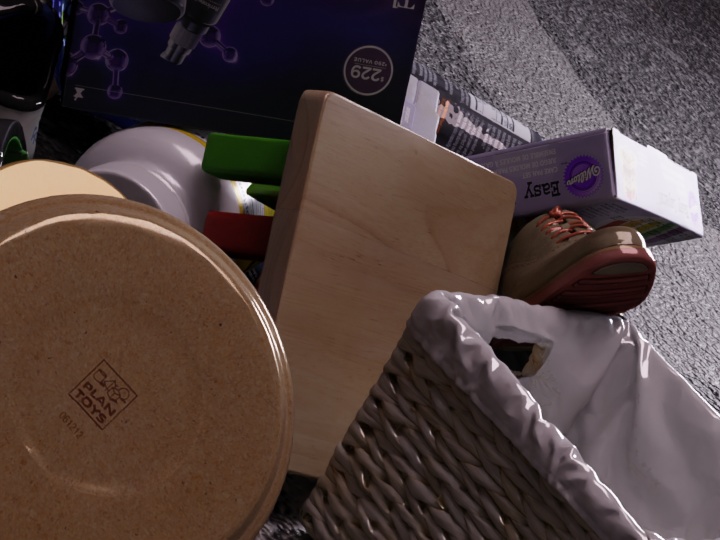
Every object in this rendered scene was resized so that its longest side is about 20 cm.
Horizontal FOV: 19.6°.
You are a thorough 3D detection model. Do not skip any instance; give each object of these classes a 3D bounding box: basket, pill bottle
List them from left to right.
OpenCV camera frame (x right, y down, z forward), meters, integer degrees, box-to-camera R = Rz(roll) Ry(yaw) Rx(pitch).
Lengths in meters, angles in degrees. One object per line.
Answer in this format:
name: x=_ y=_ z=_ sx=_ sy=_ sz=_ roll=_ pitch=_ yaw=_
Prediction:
pill bottle: x=-0.112 y=-0.037 z=1.244 sx=0.111 sy=0.112 sz=0.200 roll=36 pitch=20 yaw=8
pill bottle: x=0.077 y=-0.085 z=1.652 sx=0.199 sy=0.107 sz=0.106 roll=29 pitch=20 yaw=-14
basket: x=0.105 y=0.134 z=1.108 sx=0.198 sy=0.161 sz=0.200 roll=8 pitch=34 yaw=-50

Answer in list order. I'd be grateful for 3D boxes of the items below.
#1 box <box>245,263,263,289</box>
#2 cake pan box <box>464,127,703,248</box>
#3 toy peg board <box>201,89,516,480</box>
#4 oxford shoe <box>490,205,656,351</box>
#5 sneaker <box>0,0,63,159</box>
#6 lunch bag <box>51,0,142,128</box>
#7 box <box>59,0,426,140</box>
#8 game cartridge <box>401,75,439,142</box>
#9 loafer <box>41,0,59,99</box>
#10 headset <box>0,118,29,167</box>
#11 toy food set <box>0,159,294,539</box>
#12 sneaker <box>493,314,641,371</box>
box: x=0.000 y=0.000 z=1.438 sx=0.199 sy=0.038 sz=0.137 roll=21 pitch=24 yaw=-32
cake pan box: x=0.112 y=-0.040 z=1.369 sx=0.200 sy=0.183 sz=0.053 roll=15 pitch=69 yaw=-65
toy peg board: x=-0.019 y=0.019 z=1.192 sx=0.097 sy=0.201 sz=0.200 roll=7 pitch=-9 yaw=37
oxford shoe: x=0.116 y=-0.004 z=1.225 sx=0.070 sy=0.075 sz=0.200 roll=0 pitch=-13 yaw=-17
sneaker: x=-0.224 y=-0.126 z=1.255 sx=0.080 sy=0.116 sz=0.200 roll=9 pitch=29 yaw=-31
lunch bag: x=-0.143 y=-0.166 z=1.444 sx=0.150 sy=0.094 sz=0.201 roll=28 pitch=57 yaw=-45
box: x=-0.067 y=-0.154 z=1.219 sx=0.199 sy=0.142 sz=0.079 roll=8 pitch=20 yaw=-11
game cartridge: x=-0.008 y=-0.097 z=1.492 sx=0.129 sy=0.038 sz=0.200 roll=33 pitch=33 yaw=-14
loafer: x=-0.199 y=-0.164 z=1.483 sx=0.063 sy=0.072 sz=0.200 roll=51 pitch=27 yaw=0
headset: x=-0.177 y=0.018 z=1.017 sx=0.093 sy=0.124 sz=0.201 roll=6 pitch=54 yaw=0
toy food set: x=-0.125 y=0.061 z=0.945 sx=0.199 sy=0.199 sz=0.049 roll=34 pitch=-25 yaw=-14
sneaker: x=0.155 y=0.079 z=1.381 sx=0.201 sy=0.091 sz=0.076 roll=58 pitch=30 yaw=7
